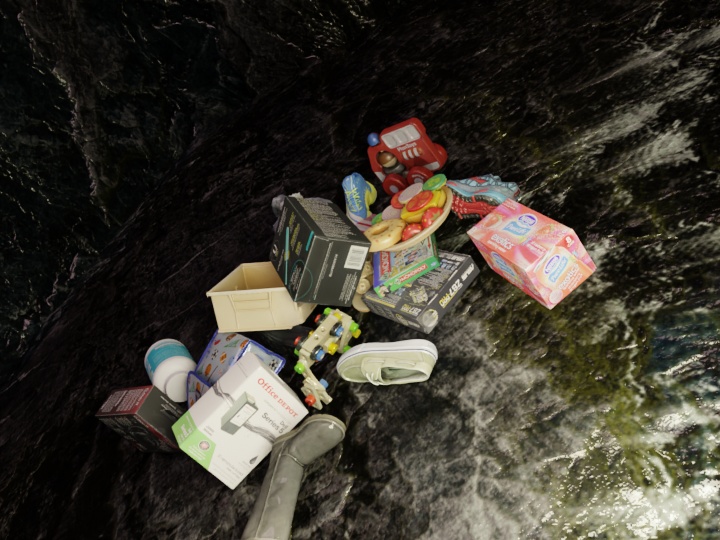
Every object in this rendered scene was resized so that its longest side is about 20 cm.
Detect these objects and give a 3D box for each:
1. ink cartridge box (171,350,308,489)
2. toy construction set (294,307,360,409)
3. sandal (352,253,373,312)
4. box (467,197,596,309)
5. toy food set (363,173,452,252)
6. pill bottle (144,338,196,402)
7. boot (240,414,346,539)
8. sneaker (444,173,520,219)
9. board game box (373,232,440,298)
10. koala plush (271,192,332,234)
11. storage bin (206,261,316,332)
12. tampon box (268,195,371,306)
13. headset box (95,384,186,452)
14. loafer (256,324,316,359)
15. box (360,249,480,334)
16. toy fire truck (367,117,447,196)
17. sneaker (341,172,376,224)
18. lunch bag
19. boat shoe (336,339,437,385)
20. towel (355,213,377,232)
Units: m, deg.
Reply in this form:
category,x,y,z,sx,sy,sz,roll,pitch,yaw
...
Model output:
category,x,y,z,sx,sy,sz,roll,pitch,yaw
ink cartridge box,-0.220,0.274,1.230,0.200,0.146,0.084,-45,28,-8
toy construction set,-0.069,0.153,1.252,0.092,0.131,0.200,17,51,9
sandal,-0.005,0.003,1.440,0.077,0.070,0.212,-30,29,19
box,0.280,-0.034,1.112,0.103,0.095,0.200,-40,27,-1
toy food set,0.098,-0.113,1.353,0.199,0.049,0.198,-20,30,35
pill bottle,-0.448,0.244,1.596,0.111,0.111,0.200,-45,27,-10
boot,-0.110,0.344,1.072,0.182,0.073,0.200,-39,17,34
sneaker,0.249,-0.155,1.371,0.095,0.080,0.200,-36,32,-20
board game box,0.088,-0.038,1.332,0.134,0.029,0.200,-30,26,17
koala plush,-0.143,-0.109,1.615,0.183,0.178,0.200,-7,0,10
storage bin,-0.199,0.052,1.466,0.198,0.094,0.200,-4,17,13
tampon box,-0.089,-0.041,1.366,0.200,0.126,0.150,52,128,54
headset box,-0.457,0.325,1.448,0.199,0.149,0.077,-15,37,41
loafer,-0.152,0.142,1.430,0.200,0.068,0.070,8,46,49
box,0.111,0.028,1.282,0.161,0.049,0.200,-47,28,-17
toy fire truck,0.102,-0.279,1.613,0.199,0.168,0.112,-9,40,45
sneaker,-0.020,-0.173,1.678,0.076,0.105,0.200,-25,31,27
lunch bag,-0.280,0.235,1.398,0.170,0.124,0.201,11,70,57
boat shoe,0.037,0.165,1.150,0.199,0.072,0.062,-17,33,33
towel,-0.003,-0.072,1.530,0.200,0.023,0.144,-31,25,-24
